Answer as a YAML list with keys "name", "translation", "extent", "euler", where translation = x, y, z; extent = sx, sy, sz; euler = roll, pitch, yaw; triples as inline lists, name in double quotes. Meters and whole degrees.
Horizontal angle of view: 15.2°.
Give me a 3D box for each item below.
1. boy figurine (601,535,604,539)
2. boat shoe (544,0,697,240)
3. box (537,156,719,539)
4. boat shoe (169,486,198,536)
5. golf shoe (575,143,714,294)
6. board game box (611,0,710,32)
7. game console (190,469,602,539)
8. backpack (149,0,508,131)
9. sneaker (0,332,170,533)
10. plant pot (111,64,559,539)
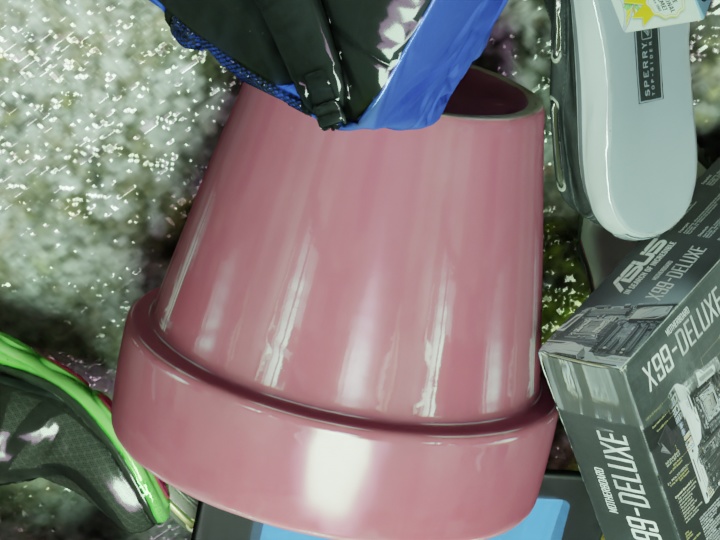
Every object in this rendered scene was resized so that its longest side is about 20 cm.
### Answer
- name: "boy figurine"
  translation: [0.126, 0.176, 1.374]
  extent: [0.124, 0.065, 0.200]
  euler: [-23, 124, 14]
- name: "boat shoe"
  translation: [0.110, -0.115, 1.176]
  extent: [0.070, 0.066, 0.201]
  euler: [-12, 106, -29]
- name: "box"
  translation: [0.175, 0.040, 1.221]
  extent: [0.050, 0.200, 0.158]
  euler: [13, 137, 42]
- name: "boat shoe"
  translation: [-0.040, 0.135, 1.329]
  extent: [0.060, 0.072, 0.202]
  euler: [-31, 118, 15]
- name: "golf shoe"
  translation: [0.143, 0.033, 1.268]
  extent: [0.077, 0.088, 0.201]
  euler: [-4, 122, 0]
- name: "board game box"
  translation: [0.118, -0.205, 1.043]
  extent: [0.034, 0.200, 0.135]
  euler: [-7, 127, 28]
- name: "game console"
  translation: [0.016, 0.191, 1.260]
  extent: [0.199, 0.176, 0.116]
  euler: [5, 151, -15]
- name: "backpack"
  translation: [-0.027, -0.162, 1.078]
  extent: [0.200, 0.168, 0.163]
  euler: [33, 101, 14]
- name: "sneaker"
  translation: [-0.176, 0.069, 1.242]
  extent: [0.200, 0.077, 0.084]
  euler: [29, 84, 6]
- name: "plant pot"
  translation: [0.000, 0.000, 1.183]
  extent: [0.199, 0.200, 0.180]
  euler: [8, 107, -10]
